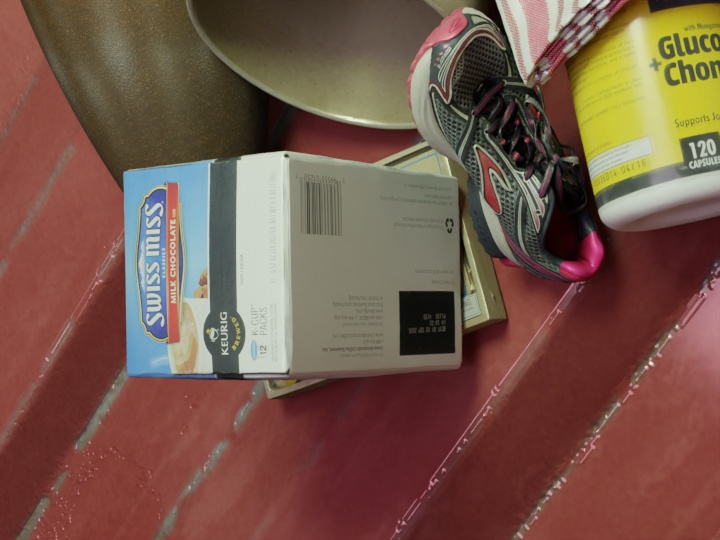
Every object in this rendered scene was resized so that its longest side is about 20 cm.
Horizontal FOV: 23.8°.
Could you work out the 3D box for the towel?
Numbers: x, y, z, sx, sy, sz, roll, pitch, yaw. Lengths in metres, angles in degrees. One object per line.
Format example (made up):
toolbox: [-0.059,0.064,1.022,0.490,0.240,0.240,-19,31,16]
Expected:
towel: [0.136,-0.221,0.979,0.200,0.030,0.147,-45,45,37]

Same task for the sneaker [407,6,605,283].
sneaker: [0.097,-0.076,1.047,0.081,0.201,0.074,-44,38,-15]

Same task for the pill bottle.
pill bottle: [0.178,-0.132,1.026,0.111,0.112,0.202,-17,81,33]

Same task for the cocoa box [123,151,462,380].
cocoa box: [-0.040,0.001,1.090,0.130,0.199,0.135,-2,88,34]

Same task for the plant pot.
plant pot: [-0.138,-0.147,1.220,0.186,0.187,0.202,-11,97,34]

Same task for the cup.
cup: [0.001,-0.207,1.121,0.199,0.200,0.144,1,61,34]

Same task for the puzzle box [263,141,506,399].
puzzle box: [0.000,0.000,1.200,0.199,0.025,0.134,-22,76,32]
